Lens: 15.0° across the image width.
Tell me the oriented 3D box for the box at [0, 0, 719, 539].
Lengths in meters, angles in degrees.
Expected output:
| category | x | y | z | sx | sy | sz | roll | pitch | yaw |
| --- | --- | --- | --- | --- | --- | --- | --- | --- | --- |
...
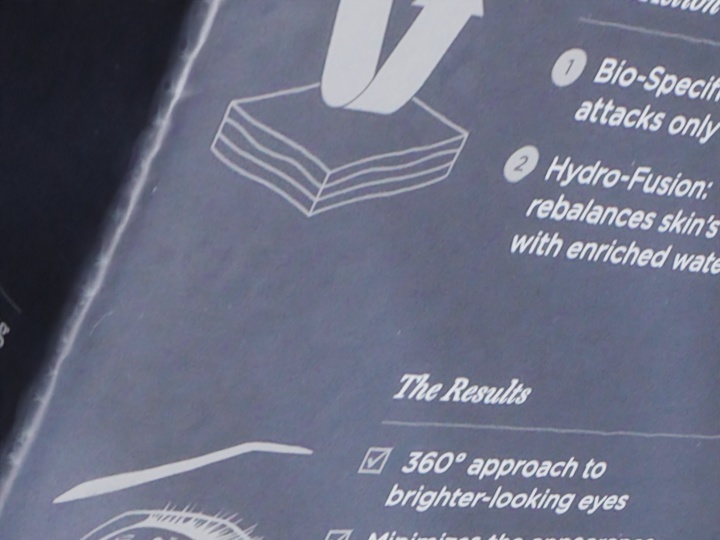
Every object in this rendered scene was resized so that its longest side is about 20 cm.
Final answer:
| category | x | y | z | sx | sy | sz | roll | pitch | yaw |
| --- | --- | --- | --- | --- | --- | --- | --- | --- | --- |
| box | -0.003 | -0.019 | 0.524 | 0.196 | 0.117 | 0.201 | 5 | 120 | -42 |
